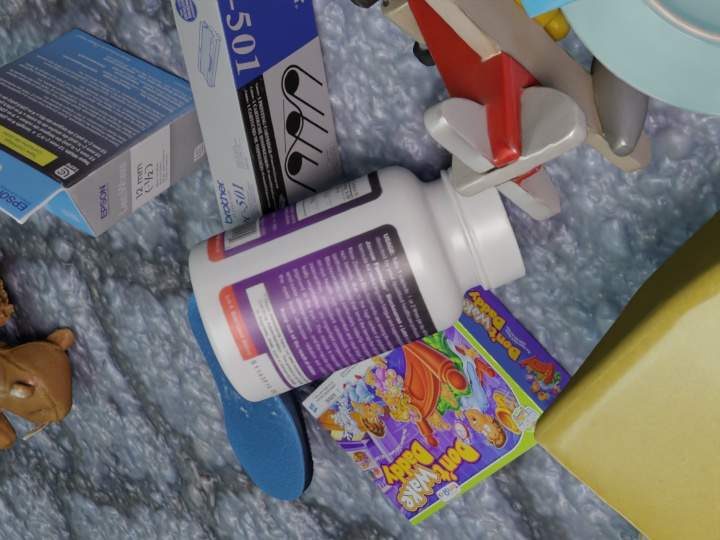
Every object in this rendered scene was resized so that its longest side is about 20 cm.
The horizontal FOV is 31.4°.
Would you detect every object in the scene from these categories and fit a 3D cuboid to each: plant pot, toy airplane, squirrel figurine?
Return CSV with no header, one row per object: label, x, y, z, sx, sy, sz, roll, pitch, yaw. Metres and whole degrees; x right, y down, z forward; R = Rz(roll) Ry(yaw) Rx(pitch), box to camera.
plant pot,0.246,0.042,0.660,0.194,0.195,0.201,40,131,9
toy airplane,0.082,-0.129,0.667,0.141,0.200,0.200,-39,85,20
squirrel figurine,-0.374,0.084,1.250,0.185,0.142,0.201,-2,121,34

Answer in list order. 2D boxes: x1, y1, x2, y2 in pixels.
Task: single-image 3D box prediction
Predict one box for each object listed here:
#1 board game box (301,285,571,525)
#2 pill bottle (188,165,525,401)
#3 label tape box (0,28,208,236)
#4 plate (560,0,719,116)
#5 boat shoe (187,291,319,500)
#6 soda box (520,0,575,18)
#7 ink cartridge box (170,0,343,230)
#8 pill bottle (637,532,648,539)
board game box,0.056,0.096,0.960,0.135,0.045,0.200,46,138,2
pill bottle,0.000,0.000,0.828,0.198,0.112,0.112,-21,111,5
label tape box,-0.224,-0.092,0.940,0.143,0.200,0.066,27,135,22
plate,0.179,-0.171,0.584,0.198,0.026,0.202,1,98,6
boat shoe,-0.074,0.091,1.054,0.083,0.069,0.202,-2,114,26
soda box,0.059,-0.205,0.477,0.068,0.064,0.201,-12,114,44
ink cartridge box,-0.068,-0.132,0.859,0.044,0.094,0.201,12,127,33
pill bottle,0.231,0.224,0.858,0.111,0.112,0.201,25,134,23
